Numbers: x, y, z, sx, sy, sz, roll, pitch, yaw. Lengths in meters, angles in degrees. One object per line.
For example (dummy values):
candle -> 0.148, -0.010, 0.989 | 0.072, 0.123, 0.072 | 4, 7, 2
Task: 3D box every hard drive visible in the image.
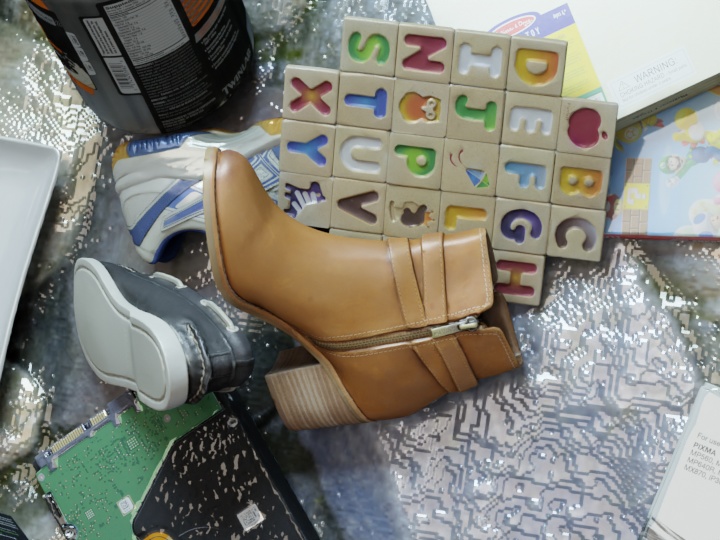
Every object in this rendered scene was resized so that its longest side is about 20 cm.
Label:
hard drive -> -0.104, 0.167, 1.300 | 0.140, 0.038, 0.200 | -35, 73, 10

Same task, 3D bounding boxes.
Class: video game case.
video game case -> 0.231, -0.087, 1.243 | 0.200, 0.017, 0.143 | 2, 82, 19

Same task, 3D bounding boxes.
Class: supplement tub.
supplement tub -> -0.145, -0.182, 1.274 | 0.122, 0.200, 0.123 | -6, 60, 10

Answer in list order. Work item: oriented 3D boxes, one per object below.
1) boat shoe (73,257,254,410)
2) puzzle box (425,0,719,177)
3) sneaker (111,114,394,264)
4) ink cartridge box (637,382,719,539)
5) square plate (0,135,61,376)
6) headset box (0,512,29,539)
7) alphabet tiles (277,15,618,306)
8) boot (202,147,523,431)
boat shoe -> -0.126, 0.034, 1.284 | 0.060, 0.200, 0.074 | -9, 104, -24
puzzle box -> 0.149, -0.154, 1.258 | 0.200, 0.025, 0.133 | -24, 75, 14
sneaker -> -0.056, -0.052, 1.313 | 0.200, 0.075, 0.088 | -9, 94, 20
ink cartridge box -> 0.196, 0.173, 1.143 | 0.084, 0.144, 0.200 | 22, 89, 19
square plate -> -0.307, -0.004, 1.401 | 0.200, 0.028, 0.198 | 13, 85, 20
headset box -> -0.245, 0.273, 1.287 | 0.174, 0.093, 0.200 | -45, 63, 7
alphabet tiles -> 0.050, -0.064, 1.249 | 0.200, 0.006, 0.167 | 7, 111, 7
boot -> 0.000, 0.000, 1.237 | 0.155, 0.077, 0.200 | -16, 108, 16
